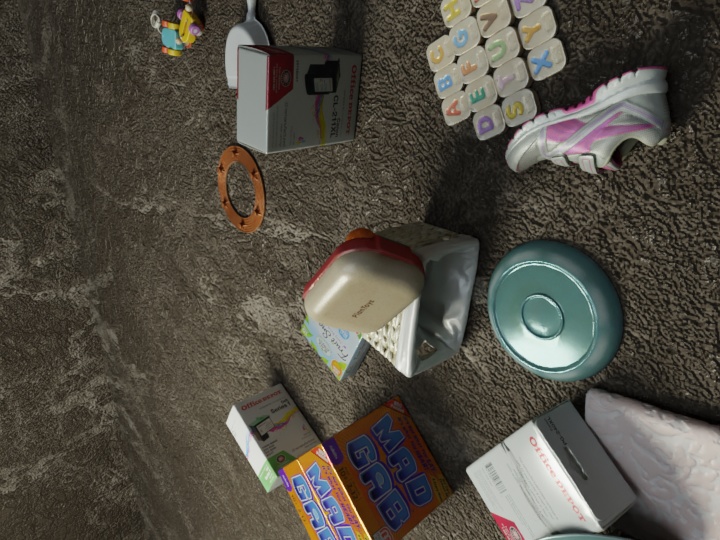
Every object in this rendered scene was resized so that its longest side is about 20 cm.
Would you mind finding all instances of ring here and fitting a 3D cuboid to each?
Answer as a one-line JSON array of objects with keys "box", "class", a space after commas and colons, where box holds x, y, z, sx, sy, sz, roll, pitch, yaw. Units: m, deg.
[{"box": [-0.284, -0.186, 1.259, 0.199, 0.019, 0.203, 19, 117, 43], "class": "ring"}]

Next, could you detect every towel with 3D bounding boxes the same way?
[{"box": [0.378, 0.260, 0.672, 0.199, 0.032, 0.194, 11, 113, 47], "class": "towel"}]

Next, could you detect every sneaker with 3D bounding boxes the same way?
[{"box": [0.256, -0.148, 0.621, 0.199, 0.081, 0.089, -21, 87, 50], "class": "sneaker"}]

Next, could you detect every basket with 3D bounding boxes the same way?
[{"box": [0.086, 0.036, 0.839, 0.123, 0.134, 0.203, 27, 122, 42], "class": "basket"}]

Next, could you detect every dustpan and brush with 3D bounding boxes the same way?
[{"box": [-0.220, -0.466, 1.068, 0.139, 0.057, 0.203, 21, 126, 41], "class": "dustpan and brush"}]

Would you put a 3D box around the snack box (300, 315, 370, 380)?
[{"box": [-0.035, 0.098, 1.058, 0.142, 0.053, 0.201, 49, 135, 26], "class": "snack box"}]

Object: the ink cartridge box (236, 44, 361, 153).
[{"box": [-0.096, -0.281, 0.876, 0.082, 0.199, 0.148, 27, 123, 35], "class": "ink cartridge box"}]

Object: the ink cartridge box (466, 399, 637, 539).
[{"box": [0.255, 0.295, 0.753, 0.146, 0.083, 0.201, 59, 146, 25], "class": "ink cartridge box"}]

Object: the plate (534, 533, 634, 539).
[{"box": [0.314, 0.387, 0.699, 0.197, 0.026, 0.201, 9, 140, 8], "class": "plate"}]

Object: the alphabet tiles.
[{"box": [0.170, -0.284, 0.718, 0.194, 0.014, 0.203, -14, 94, 50], "class": "alphabet tiles"}]

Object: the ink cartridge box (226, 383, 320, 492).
[{"box": [-0.203, 0.390, 1.283, 0.200, 0.144, 0.084, 49, 134, 24], "class": "ink cartridge box"}]

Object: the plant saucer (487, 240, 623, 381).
[{"box": [0.253, 0.060, 0.743, 0.199, 0.027, 0.203, 19, 117, 43], "class": "plant saucer"}]

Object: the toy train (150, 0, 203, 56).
[{"box": [-0.400, -0.579, 1.222, 0.199, 0.055, 0.152, -21, 87, 47], "class": "toy train"}]

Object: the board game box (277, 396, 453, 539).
[{"box": [0.004, 0.395, 1.010, 0.201, 0.199, 0.200, 59, 138, 14], "class": "board game box"}]

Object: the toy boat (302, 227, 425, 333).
[{"box": [0.000, 0.000, 0.758, 0.200, 0.129, 0.132, -45, 34, 48], "class": "toy boat"}]
